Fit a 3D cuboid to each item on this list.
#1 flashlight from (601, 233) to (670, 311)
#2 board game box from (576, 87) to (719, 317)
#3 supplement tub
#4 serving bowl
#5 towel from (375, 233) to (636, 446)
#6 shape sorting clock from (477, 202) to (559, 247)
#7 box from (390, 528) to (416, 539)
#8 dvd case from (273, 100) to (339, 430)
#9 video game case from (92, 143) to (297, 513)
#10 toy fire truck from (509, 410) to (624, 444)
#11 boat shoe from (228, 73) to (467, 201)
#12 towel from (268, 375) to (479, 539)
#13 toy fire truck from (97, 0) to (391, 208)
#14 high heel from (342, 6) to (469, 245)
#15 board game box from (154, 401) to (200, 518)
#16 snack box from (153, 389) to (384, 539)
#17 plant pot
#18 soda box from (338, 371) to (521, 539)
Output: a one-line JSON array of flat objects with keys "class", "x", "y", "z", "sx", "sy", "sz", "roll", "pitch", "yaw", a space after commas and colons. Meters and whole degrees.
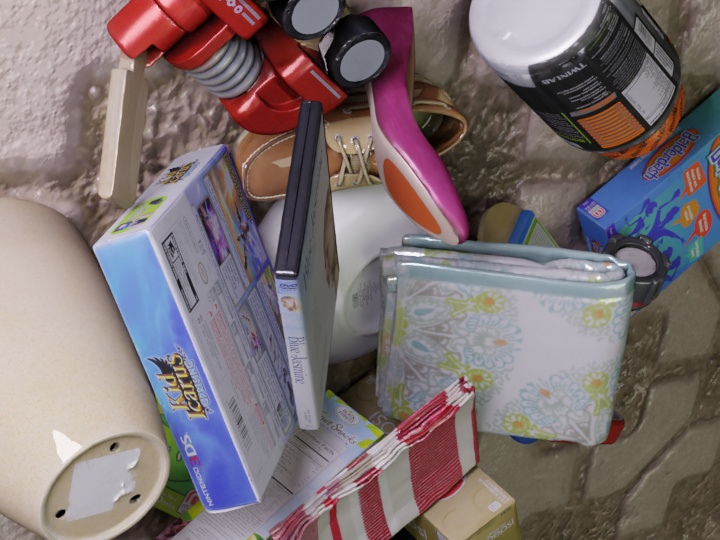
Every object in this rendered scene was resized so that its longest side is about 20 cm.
[{"class": "flashlight", "x": 0.236, "y": 0.052, "z": 1.527, "sx": 0.068, "sy": 0.068, "sz": 0.200, "roll": -1, "pitch": 139, "yaw": -14}, {"class": "board game box", "x": 0.309, "y": -0.065, "z": 1.560, "sx": 0.200, "sy": 0.045, "sz": 0.152, "roll": -40, "pitch": 141, "yaw": -12}, {"class": "supplement tub", "x": 0.182, "y": -0.173, "z": 1.282, "sx": 0.123, "sy": 0.123, "sz": 0.200, "roll": -51, "pitch": 143, "yaw": 3}, {"class": "serving bowl", "x": 0.000, "y": 0.000, "z": 1.297, "sx": 0.200, "sy": 0.066, "sz": 0.200, "roll": -25, "pitch": 136, "yaw": -27}, {"class": "towel", "x": 0.110, "y": 0.056, "z": 1.271, "sx": 0.048, "sy": 0.200, "sz": 0.171, "roll": -76, "pitch": 172, "yaw": -52}, {"class": "shape sorting clock", "x": 0.161, "y": 0.033, "z": 1.396, "sx": 0.039, "sy": 0.200, "sz": 0.200, "roll": -32, "pitch": 150, "yaw": 28}, {"class": "box", "x": 0.063, "y": 0.311, "z": 1.541, "sx": 0.200, "sy": 0.164, "sz": 0.086, "roll": -15, "pitch": 131, "yaw": -35}, {"class": "dvd case", "x": -0.034, "y": 0.000, "z": 1.094, "sx": 0.018, "sy": 0.143, "sz": 0.200, "roll": 3, "pitch": 146, "yaw": 6}, {"class": "video game case", "x": -0.100, "y": 0.035, "z": 1.093, "sx": 0.045, "sy": 0.181, "sz": 0.200, "roll": -15, "pitch": 108, "yaw": 17}, {"class": "toy fire truck", "x": 0.129, "y": 0.095, "z": 1.419, "sx": 0.200, "sy": 0.168, "sz": 0.112, "roll": 10, "pitch": 114, "yaw": -48}, {"class": "boat shoe", "x": -0.004, "y": -0.099, "z": 1.196, "sx": 0.200, "sy": 0.074, "sz": 0.076, "roll": -24, "pitch": 129, "yaw": -30}, {"class": "towel", "x": 0.018, "y": 0.180, "z": 1.247, "sx": 0.200, "sy": 0.023, "sz": 0.144, "roll": -38, "pitch": 151, "yaw": -18}, {"class": "toy fire truck", "x": -0.097, "y": -0.134, "z": 1.059, "sx": 0.200, "sy": 0.129, "sz": 0.176, "roll": -41, "pitch": 143, "yaw": 8}, {"class": "high heel", "x": 0.045, "y": -0.111, "z": 1.141, "sx": 0.096, "sy": 0.200, "sz": 0.067, "roll": -27, "pitch": 159, "yaw": -16}, {"class": "board game box", "x": -0.119, "y": 0.090, "z": 1.229, "sx": 0.101, "sy": 0.048, "sz": 0.200, "roll": 28, "pitch": 104, "yaw": -11}, {"class": "snack box", "x": -0.074, "y": 0.215, "z": 1.267, "sx": 0.200, "sy": 0.068, "sz": 0.169, "roll": -41, "pitch": 155, "yaw": -32}, {"class": "plant pot", "x": -0.215, "y": 0.083, "z": 1.043, "sx": 0.187, "sy": 0.200, "sz": 0.188, "roll": -24, "pitch": 136, "yaw": -25}, {"class": "soda box", "x": 0.049, "y": 0.178, "z": 1.384, "sx": 0.068, "sy": 0.200, "sz": 0.064, "roll": -34, "pitch": 140, "yaw": -19}]
